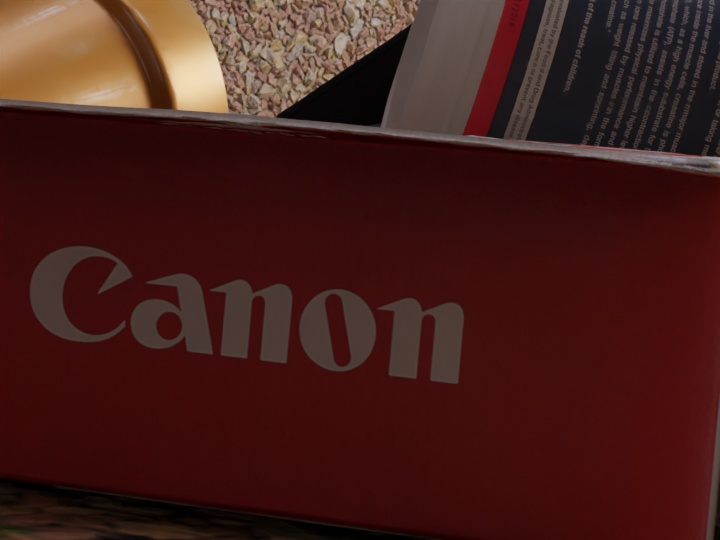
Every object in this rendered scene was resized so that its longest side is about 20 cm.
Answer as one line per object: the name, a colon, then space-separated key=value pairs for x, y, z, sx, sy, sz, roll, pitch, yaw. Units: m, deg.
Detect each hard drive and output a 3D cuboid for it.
hard drive: x=0.066 y=-0.103 z=0.918 sx=0.199 sy=0.043 sz=0.135 roll=-19 pitch=-7 yaw=-46

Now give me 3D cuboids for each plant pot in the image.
plant pot: x=-0.211 y=-0.085 z=1.101 sx=0.199 sy=0.202 sz=0.183 roll=7 pitch=19 yaw=31

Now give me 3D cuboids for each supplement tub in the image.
supplement tub: x=0.116 y=-0.063 z=0.738 sx=0.198 sy=0.141 sz=0.140 roll=18 pitch=2 yaw=-4

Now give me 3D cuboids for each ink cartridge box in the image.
ink cartridge box: x=-0.013 y=0.009 z=0.404 sx=0.198 sy=0.085 sz=0.175 roll=6 pitch=2 yaw=15

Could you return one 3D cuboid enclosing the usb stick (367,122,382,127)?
usb stick: x=0.070 y=-0.063 z=0.837 sx=0.198 sy=0.033 sz=0.055 roll=-12 pitch=1 yaw=1
